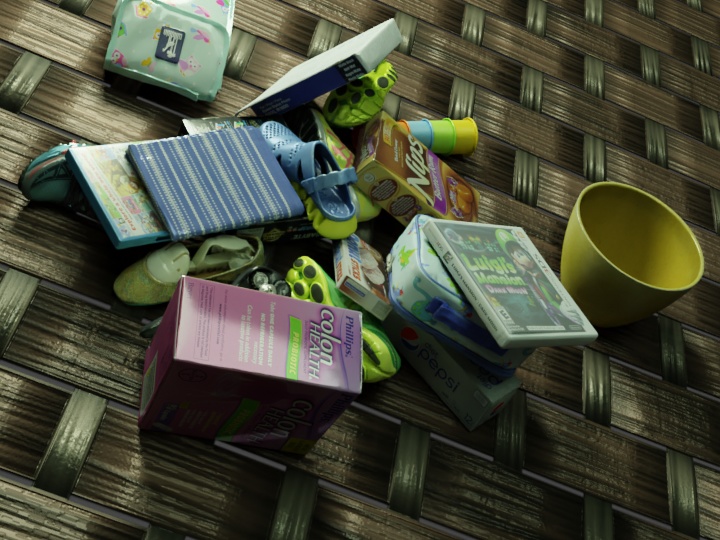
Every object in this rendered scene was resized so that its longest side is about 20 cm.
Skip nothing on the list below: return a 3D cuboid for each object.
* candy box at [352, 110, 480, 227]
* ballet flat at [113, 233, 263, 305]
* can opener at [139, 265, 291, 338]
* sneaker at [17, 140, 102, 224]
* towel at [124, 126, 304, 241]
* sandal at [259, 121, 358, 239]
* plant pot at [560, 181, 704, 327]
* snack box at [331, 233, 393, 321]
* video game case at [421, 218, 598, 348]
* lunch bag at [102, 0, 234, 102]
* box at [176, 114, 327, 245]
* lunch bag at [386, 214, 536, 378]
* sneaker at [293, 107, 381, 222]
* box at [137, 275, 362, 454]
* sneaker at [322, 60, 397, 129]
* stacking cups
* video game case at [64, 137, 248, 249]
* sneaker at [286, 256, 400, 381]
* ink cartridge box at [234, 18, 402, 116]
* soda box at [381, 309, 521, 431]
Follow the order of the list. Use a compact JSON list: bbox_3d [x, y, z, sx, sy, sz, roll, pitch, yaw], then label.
[{"bbox_3d":[0.079,-0.115,1.565,0.199,0.056,0.118,36,38,-22],"label":"candy box"},{"bbox_3d":[-0.202,-0.009,1.353,0.198,0.071,0.071,-11,55,-35],"label":"ballet flat"},{"bbox_3d":[-0.166,0.053,1.318,0.199,0.079,0.064,-29,78,-34],"label":"can opener"},{"bbox_3d":[-0.314,-0.099,1.372,0.197,0.080,0.096,-5,54,-31],"label":"sneaker"},{"bbox_3d":[-0.177,-0.109,1.387,0.198,0.024,0.146,-14,63,-38],"label":"towel"},{"bbox_3d":[-0.063,-0.135,1.461,0.079,0.088,0.200,-22,56,-39],"label":"sandal"},{"bbox_3d":[0.362,-0.004,1.592,0.197,0.143,0.202,14,45,-14],"label":"plant pot"},{"bbox_3d":[0.000,0.000,1.411,0.071,0.024,0.200,34,14,-14],"label":"snack box"},{"bbox_3d":[0.183,0.015,1.356,0.198,0.023,0.183,2,47,-48],"label":"video game case"},{"bbox_3d":[-0.269,-0.338,1.597,0.168,0.122,0.202,16,52,-16],"label":"lunch bag"},{"bbox_3d":[-0.141,-0.124,1.510,0.157,0.046,0.201,-8,54,-34],"label":"box"},{"bbox_3d":[0.125,0.031,1.369,0.198,0.083,0.162,30,28,-18],"label":"lunch bag"},{"bbox_3d":[-0.033,-0.142,1.574,0.089,0.078,0.202,-1,56,-38],"label":"sneaker"},{"bbox_3d":[-0.119,0.106,1.193,0.197,0.176,0.098,11,57,-19],"label":"box"},{"bbox_3d":[-0.004,-0.252,1.678,0.074,0.084,0.200,41,38,-1],"label":"sneaker"},{"bbox_3d":[0.080,-0.199,1.702,0.197,0.061,0.061,-5,51,-25],"label":"stacking cups"},{"bbox_3d":[-0.241,-0.099,1.363,0.198,0.018,0.144,-12,61,-44],"label":"video game case"},{"bbox_3d":[-0.026,0.066,1.375,0.200,0.074,0.083,49,14,29],"label":"sneaker"},{"bbox_3d":[-0.056,-0.273,1.587,0.041,0.198,0.200,60,34,-15],"label":"ink cartridge box"},{"bbox_3d":[0.106,0.099,1.414,0.068,0.064,0.200,-22,62,-42],"label":"soda box"}]
